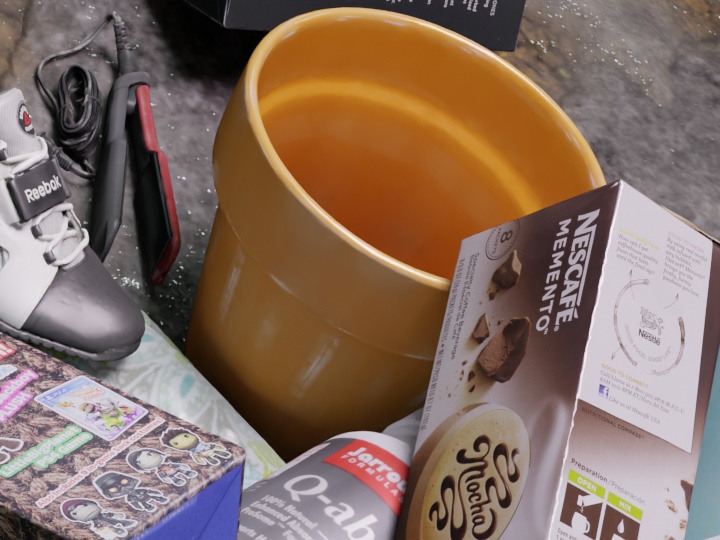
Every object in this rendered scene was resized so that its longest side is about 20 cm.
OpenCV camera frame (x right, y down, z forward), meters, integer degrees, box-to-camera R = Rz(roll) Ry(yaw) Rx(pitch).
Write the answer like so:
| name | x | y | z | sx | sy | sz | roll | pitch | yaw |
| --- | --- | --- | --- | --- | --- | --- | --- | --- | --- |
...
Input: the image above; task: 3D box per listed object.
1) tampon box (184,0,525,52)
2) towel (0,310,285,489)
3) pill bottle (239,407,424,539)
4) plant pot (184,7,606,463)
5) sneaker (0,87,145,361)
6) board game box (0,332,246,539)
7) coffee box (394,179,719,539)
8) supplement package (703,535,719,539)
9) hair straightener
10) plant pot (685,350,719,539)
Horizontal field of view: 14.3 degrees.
| name | x | y | z | sx | sy | sz | roll | pitch | yaw |
| --- | --- | --- | --- | --- | --- | --- | --- | --- | --- |
| tampon box | -0.012 | -0.216 | 1.704 | 0.199 | 0.127 | 0.150 | 2 | 19 | -31 |
| towel | -0.134 | 0.101 | 1.390 | 0.171 | 0.048 | 0.200 | 46 | 41 | 19 |
| pill bottle | -0.014 | 0.144 | 1.327 | 0.200 | 0.116 | 0.116 | -30 | 67 | -39 |
| plant pot | 0.000 | 0.000 | 1.475 | 0.199 | 0.184 | 0.201 | 18 | 40 | -16 |
| sneaker | -0.176 | -0.038 | 1.406 | 0.200 | 0.089 | 0.074 | 39 | 23 | -1 |
| board game box | -0.159 | 0.123 | 1.212 | 0.199 | 0.160 | 0.097 | 23 | 33 | 27 |
| coffee box | 0.088 | 0.074 | 1.281 | 0.080 | 0.113 | 0.201 | 31 | 59 | -29 |
| supplement package | 0.187 | 0.218 | 1.204 | 0.147 | 0.191 | 0.200 | 52 | 44 | -16 |
| hair straightener | -0.143 | -0.076 | 1.577 | 0.077 | 0.041 | 0.201 | 14 | 42 | -21 |
| plant pot | 0.205 | 0.157 | 1.441 | 0.200 | 0.201 | 0.161 | 35 | 50 | 4 |
